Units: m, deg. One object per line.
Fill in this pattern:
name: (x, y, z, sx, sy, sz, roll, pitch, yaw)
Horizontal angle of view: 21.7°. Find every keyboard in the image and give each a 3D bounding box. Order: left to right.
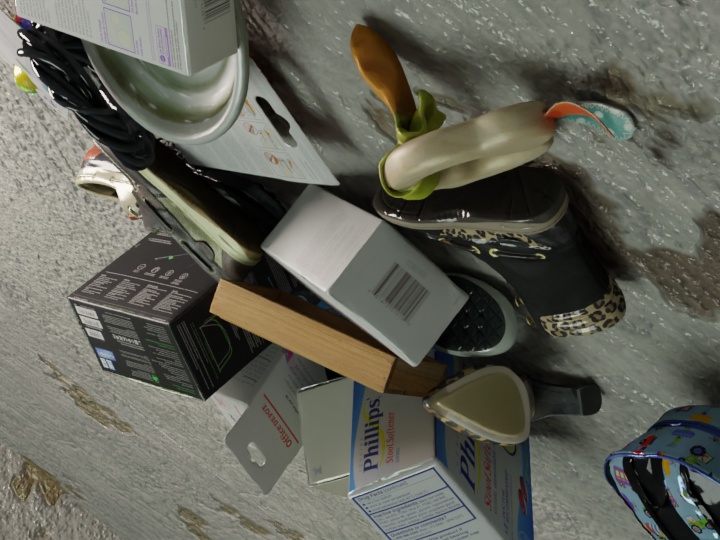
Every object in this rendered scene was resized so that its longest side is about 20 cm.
keyboard: (-0.126, -0.091, 1.778, 0.104, 0.040, 0.199, 41, 169, -33)

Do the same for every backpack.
backpack: (0.308, 0.181, 1.542, 0.200, 0.135, 0.182, 43, 158, -20)

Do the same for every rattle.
rattle: (0.094, -0.134, 1.347, 0.129, 0.144, 0.199, 10, 158, -34)

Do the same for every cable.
cable: (-0.233, -0.152, 1.615, 0.164, 0.051, 0.200, 57, -174, -20)

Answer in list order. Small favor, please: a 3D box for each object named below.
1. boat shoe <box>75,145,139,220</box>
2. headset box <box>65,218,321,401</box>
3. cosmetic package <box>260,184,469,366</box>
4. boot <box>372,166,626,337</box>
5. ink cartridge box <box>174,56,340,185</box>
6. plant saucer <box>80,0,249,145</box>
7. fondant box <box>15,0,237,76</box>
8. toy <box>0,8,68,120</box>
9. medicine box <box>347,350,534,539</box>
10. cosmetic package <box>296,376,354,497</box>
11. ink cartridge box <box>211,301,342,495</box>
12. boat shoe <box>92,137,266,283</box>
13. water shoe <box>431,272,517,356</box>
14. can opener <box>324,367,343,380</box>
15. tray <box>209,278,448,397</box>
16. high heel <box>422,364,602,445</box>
boat shoe: (-0.211, -0.078, 1.845, 0.199, 0.063, 0.071, 29, 169, 44)
headset box: (-0.152, 0.019, 1.830, 0.173, 0.200, 0.093, 10, 132, 46)
cosmetic package: (0.000, 0.000, 1.630, 0.113, 0.081, 0.200, 40, 175, -21)
boot: (0.113, -0.019, 1.510, 0.199, 0.074, 0.151, 4, 144, 45)
ink cartridge box: (-0.114, -0.151, 1.618, 0.199, 0.050, 0.163, 9, 146, 42)
plant saucer: (-0.149, -0.201, 1.492, 0.199, 0.050, 0.202, 26, 131, 34)
fondant box: (-0.186, -0.245, 1.418, 0.199, 0.058, 0.146, 21, 128, 34)
toy: (-0.303, -0.210, 1.767, 0.115, 0.047, 0.200, 44, 165, -3)
medicine box: (0.080, 0.187, 1.814, 0.102, 0.183, 0.200, -22, 129, 21)
cosmetic package: (0.019, 0.179, 1.915, 0.071, 0.106, 0.200, -18, 160, 25)
ink cartridge box: (-0.084, 0.113, 1.908, 0.067, 0.201, 0.115, 19, 154, 36)
boat shoe: (-0.176, -0.061, 1.721, 0.200, 0.065, 0.073, 41, -159, 10)
water shoe: (0.080, 0.040, 1.718, 0.199, 0.072, 0.079, 11, 176, 45)
can opener: (0.007, 0.060, 1.856, 0.063, 0.079, 0.201, 35, 151, 23)
tray: (-0.029, 0.062, 1.679, 0.199, 0.037, 0.098, 24, -174, 31)
high heel: (0.104, 0.122, 1.714, 0.198, 0.072, 0.142, 3, 176, -37)
